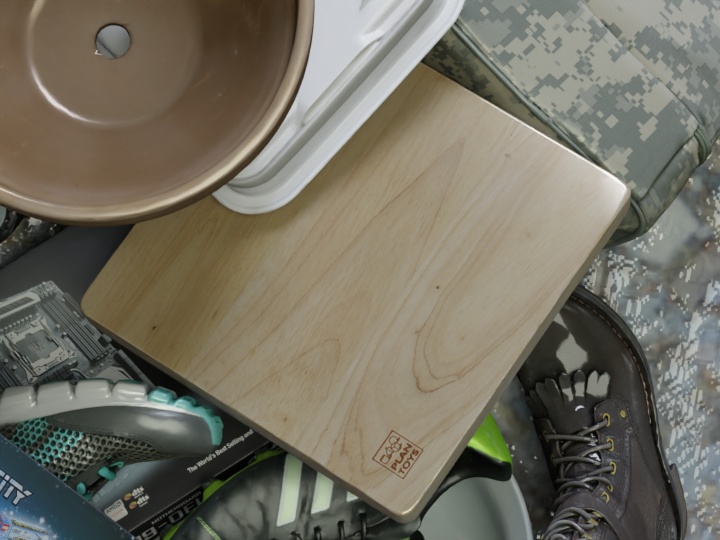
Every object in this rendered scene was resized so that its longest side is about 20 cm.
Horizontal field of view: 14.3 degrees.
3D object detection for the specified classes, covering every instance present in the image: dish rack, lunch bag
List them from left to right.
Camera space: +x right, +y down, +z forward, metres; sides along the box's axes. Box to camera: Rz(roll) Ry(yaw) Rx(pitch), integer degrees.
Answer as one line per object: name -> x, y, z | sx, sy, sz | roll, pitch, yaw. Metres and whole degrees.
dish rack -> -0.064, -0.145, 1.420 | 0.172, 0.044, 0.200 | -47, 65, 3
lunch bag -> 0.107, -0.126, 1.507 | 0.200, 0.139, 0.168 | 44, 68, -14

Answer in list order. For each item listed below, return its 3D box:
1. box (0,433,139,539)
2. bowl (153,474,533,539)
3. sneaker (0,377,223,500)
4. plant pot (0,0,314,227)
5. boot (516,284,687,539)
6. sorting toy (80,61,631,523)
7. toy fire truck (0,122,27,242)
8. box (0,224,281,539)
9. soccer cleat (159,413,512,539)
box -> -0.217, 0.125, 1.330 | 0.200, 0.038, 0.137 | 41, 74, -23
bowl -> -0.006, 0.162, 1.521 | 0.201, 0.090, 0.201 | -1, 72, 4
sneaker -> -0.165, 0.103, 1.420 | 0.200, 0.078, 0.091 | -5, 81, 10
plant pot -> -0.120, -0.115, 1.344 | 0.201, 0.093, 0.201 | 0, 82, 2
boot -> 0.121, 0.115, 1.514 | 0.069, 0.174, 0.200 | -23, 103, 20
sorting toy -> 0.000, 0.000, 1.434 | 0.199, 0.070, 0.200 | 32, 77, 16
toy fire truck -> -0.274, -0.055, 1.389 | 0.176, 0.129, 0.200 | -43, 94, 14
box -> -0.124, 0.055, 1.490 | 0.200, 0.050, 0.158 | -32, 75, -7
soccer cleat -> -0.016, 0.122, 1.451 | 0.200, 0.068, 0.081 | -32, 61, -10
